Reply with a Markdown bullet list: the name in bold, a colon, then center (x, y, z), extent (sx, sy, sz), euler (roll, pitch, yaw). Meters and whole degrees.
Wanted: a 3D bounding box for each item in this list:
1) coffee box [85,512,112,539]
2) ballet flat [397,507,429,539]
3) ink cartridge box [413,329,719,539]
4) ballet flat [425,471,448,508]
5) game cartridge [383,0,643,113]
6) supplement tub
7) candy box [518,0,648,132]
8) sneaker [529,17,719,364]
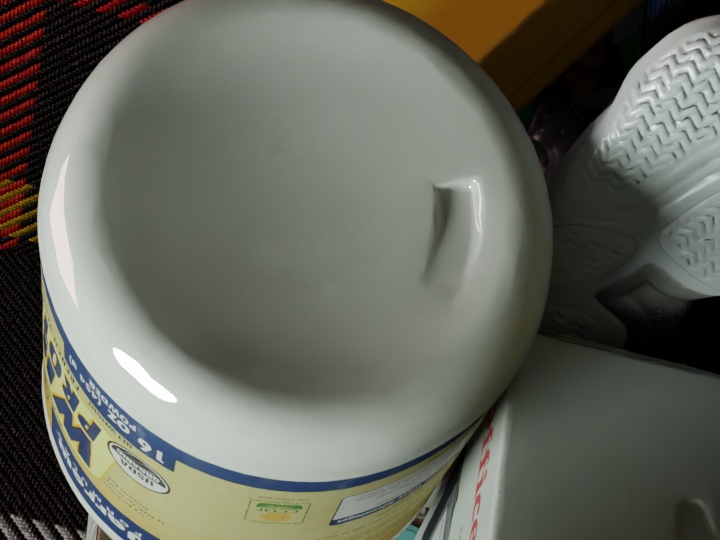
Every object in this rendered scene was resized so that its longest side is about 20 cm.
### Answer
- **coffee box**: center (-0.047, 0.052, 0.695), extent (0.080, 0.113, 0.202), euler (117, 157, -60)
- **ballet flat**: center (0.018, 0.231, 0.964), extent (0.064, 0.075, 0.202), euler (23, -95, -68)
- **ink cartridge box**: center (0.055, 0.137, 0.568), extent (0.201, 0.085, 0.149), euler (107, 176, -52)
- **ballet flat**: center (0.029, 0.115, 1.052), extent (0.066, 0.070, 0.201), euler (105, 175, -46)
- **game cartridge**: center (0.060, -0.123, 0.661), extent (0.176, 0.033, 0.200), euler (-42, 25, -14)
- **supplement tub**: center (-0.029, 0.019, 0.550), extent (0.200, 0.143, 0.146), euler (112, 171, -65)
- **candy box**: center (0.043, -0.034, 0.790), extent (0.169, 0.076, 0.203), euler (8, 93, 60)
- **sneaker**: center (0.090, -0.031, 0.576), extent (0.201, 0.075, 0.115), euler (105, 173, -51)
